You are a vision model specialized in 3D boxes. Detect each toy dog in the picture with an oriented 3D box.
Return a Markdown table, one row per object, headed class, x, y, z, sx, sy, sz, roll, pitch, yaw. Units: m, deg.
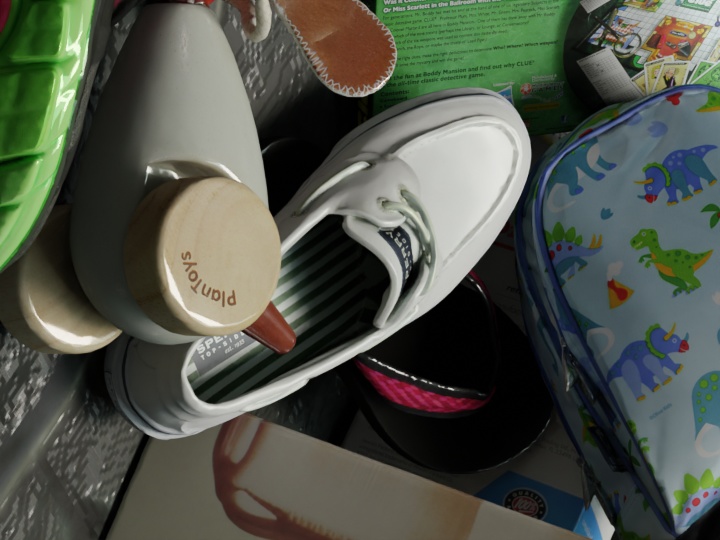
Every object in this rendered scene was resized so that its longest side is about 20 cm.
| class | x | y | z | sx | sy | sz | roll | pitch | yaw |
| --- | --- | --- | --- | --- | --- | --- | --- | --- | --- |
| toy dog | -0.040 | -0.052 | 0.754 | 0.096 | 0.132 | 0.201 | 27 | 91 | -41 |

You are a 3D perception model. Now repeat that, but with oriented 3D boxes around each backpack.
| class | x | y | z | sx | sy | sz | roll | pitch | yaw |
| --- | --- | --- | --- | --- | --- | --- | --- | --- | --- |
| backpack | 0.144 | 0.024 | 0.917 | 0.162 | 0.201 | 0.154 | -29 | 139 | 2 |

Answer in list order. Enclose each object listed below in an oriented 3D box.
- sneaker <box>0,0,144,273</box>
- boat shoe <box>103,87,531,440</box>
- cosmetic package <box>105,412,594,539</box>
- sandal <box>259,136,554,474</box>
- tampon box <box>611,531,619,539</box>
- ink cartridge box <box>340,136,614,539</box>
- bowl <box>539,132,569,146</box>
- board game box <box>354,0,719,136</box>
| class | x | y | z | sx | sy | sz | roll | pitch | yaw |
| --- | --- | --- | --- | --- | --- | --- | --- | --- | --- |
| sneaker | -0.086 | -0.088 | 0.677 | 0.084 | 0.076 | 0.202 | 20 | 89 | -60 |
| boat shoe | 0.000 | 0.000 | 0.835 | 0.200 | 0.067 | 0.074 | -40 | 109 | -24 |
| cosmetic package | 0.013 | 0.124 | 0.855 | 0.088 | 0.199 | 0.103 | -67 | 155 | -11 |
| sandal | 0.019 | 0.021 | 0.903 | 0.200 | 0.045 | 0.076 | 43 | 65 | -38 |
| tampon box | 0.114 | 0.186 | 1.104 | 0.200 | 0.149 | 0.127 | -35 | 142 | -40 |
| ink cartridge box | 0.080 | 0.043 | 1.025 | 0.201 | 0.115 | 0.067 | -63 | 155 | -19 |
| bowl | 0.132 | -0.148 | 1.002 | 0.199 | 0.094 | 0.202 | -8 | 117 | -16 |
| board game box | 0.094 | -0.108 | 0.938 | 0.198 | 0.023 | 0.106 | -7 | 120 | -19 |
